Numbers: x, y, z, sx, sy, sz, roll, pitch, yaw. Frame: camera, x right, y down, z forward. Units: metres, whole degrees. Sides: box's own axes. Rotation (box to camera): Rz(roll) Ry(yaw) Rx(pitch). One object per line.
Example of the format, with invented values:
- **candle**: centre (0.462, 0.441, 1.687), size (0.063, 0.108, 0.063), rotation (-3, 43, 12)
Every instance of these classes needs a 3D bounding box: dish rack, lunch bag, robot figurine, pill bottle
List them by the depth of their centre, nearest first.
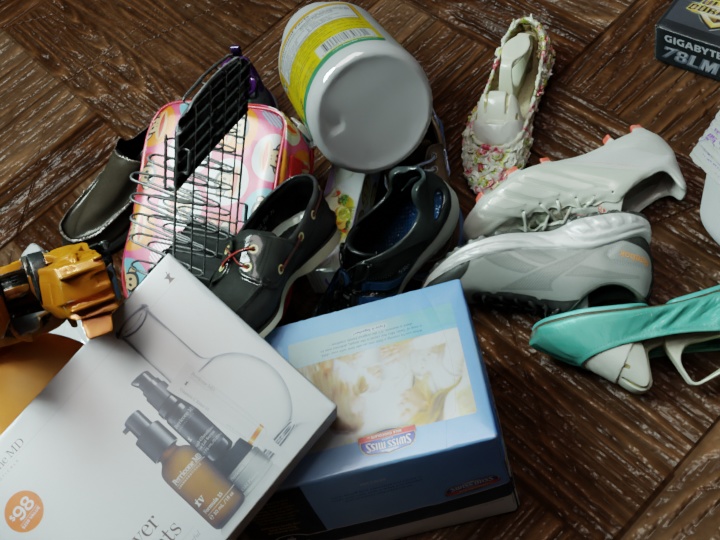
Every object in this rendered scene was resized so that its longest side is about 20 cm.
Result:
- **robot figurine**: centre (-0.221, 0.022, 0.603), size (0.143, 0.059, 0.199), rotation (-19, 7, -21)
- **dish rack**: centre (-0.127, -0.056, 0.694), size (0.054, 0.203, 0.154), rotation (15, 35, 6)
- **lunch bag**: centre (-0.118, -0.050, 0.843), size (0.173, 0.082, 0.204), rotation (7, 82, 23)
- **pill bottle**: centre (-0.014, -0.178, 0.853), size (0.111, 0.114, 0.201), rotation (-25, 34, -2)

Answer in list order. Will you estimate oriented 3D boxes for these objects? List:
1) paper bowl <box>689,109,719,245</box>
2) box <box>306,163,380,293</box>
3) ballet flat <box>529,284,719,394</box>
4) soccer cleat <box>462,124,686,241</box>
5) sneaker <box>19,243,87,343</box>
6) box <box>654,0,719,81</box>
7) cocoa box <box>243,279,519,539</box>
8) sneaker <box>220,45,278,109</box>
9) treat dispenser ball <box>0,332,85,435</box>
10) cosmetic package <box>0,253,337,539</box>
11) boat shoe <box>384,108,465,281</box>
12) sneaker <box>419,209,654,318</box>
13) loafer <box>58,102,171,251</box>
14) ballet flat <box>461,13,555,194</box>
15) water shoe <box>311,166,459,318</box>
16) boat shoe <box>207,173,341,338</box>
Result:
- **paper bowl**: centre (0.333, -0.042, 0.683), size (0.201, 0.199, 0.105), rotation (49, 119, 36)
- **box**: centre (-0.010, -0.072, 0.887), size (0.038, 0.042, 0.203), rotation (1, 55, 18)
- **ballet flat**: centre (0.230, 0.056, 0.711), size (0.196, 0.067, 0.072), rotation (-13, 65, 10)
- **soccer cleat**: centre (0.185, -0.060, 0.805), size (0.197, 0.070, 0.078), rotation (-23, 55, -4)
- **sneaker**: centre (-0.286, 0.063, 0.865), size (0.099, 0.078, 0.199), rotation (-44, 46, -8)
- **box**: centre (0.412, -0.249, 0.879), size (0.198, 0.050, 0.199), rotation (29, 69, 31)
- **cocoa box**: centre (0.003, 0.116, 0.693), size (0.196, 0.132, 0.135), rotation (-15, 52, 6)
- **sneaker**: centre (-0.123, -0.130, 0.933), size (0.073, 0.088, 0.203), rotation (-13, 53, 7)
- **treat dispenser ball**: centre (-0.254, 0.147, 0.706), size (0.197, 0.202, 0.204), rotation (-8, 53, 11)
- **cosmetic package**: centre (-0.132, 0.115, 0.592), size (0.150, 0.052, 0.201), rotation (39, 78, 10)
- **boat shoe**: centre (0.049, -0.084, 0.857), size (0.071, 0.073, 0.203), rotation (-14, 52, 9)
- **sneaker**: centre (0.143, 0.009, 0.766), size (0.196, 0.074, 0.081), rotation (-12, 73, 14)
- **loafer**: centre (-0.237, -0.099, 0.946), size (0.200, 0.071, 0.073), rotation (-47, 55, -5)
- **ballet flat**: centre (0.137, -0.164, 0.892), size (0.074, 0.064, 0.203), rotation (7, 59, 20)
- **water shoe**: centre (0.000, 0.000, 0.776), size (0.071, 0.079, 0.202), rotation (38, 97, 38)
- **boat shoe**: centre (-0.083, 0.000, 0.708), size (0.073, 0.064, 0.202), rotation (-1, 36, 33)
